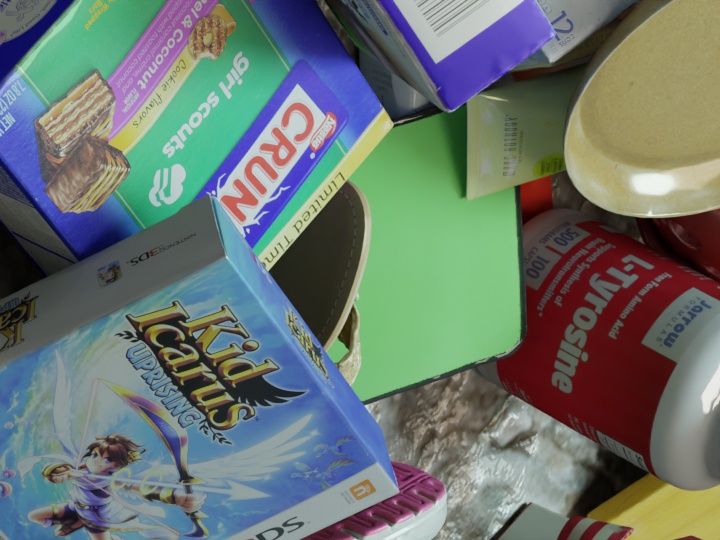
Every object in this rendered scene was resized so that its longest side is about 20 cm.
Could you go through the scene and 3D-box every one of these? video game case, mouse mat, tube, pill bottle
[{"bbox_3d":[-0.102,0.075,1.295,0.181,0.046,0.200,-27,136,8],"label":"video game case"},{"bbox_3d":[0.000,0.000,1.445,0.199,0.008,0.162,-18,120,-24],"label":"mouse mat"},{"bbox_3d":[0.147,-0.090,1.450,0.199,0.052,0.058,-16,98,-14],"label":"tube"},{"bbox_3d":[0.168,0.052,1.543,0.112,0.200,0.113,-32,137,-36],"label":"pill bottle"}]

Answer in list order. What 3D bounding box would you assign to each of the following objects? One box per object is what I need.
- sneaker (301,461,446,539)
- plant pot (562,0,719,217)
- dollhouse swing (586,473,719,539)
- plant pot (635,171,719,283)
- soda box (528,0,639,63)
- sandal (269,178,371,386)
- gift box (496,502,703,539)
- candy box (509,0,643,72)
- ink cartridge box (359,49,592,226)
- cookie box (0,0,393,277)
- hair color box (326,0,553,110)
[{"bbox_3d":[-0.033,0.172,1.475,0.200,0.081,0.089,-31,129,-27],"label":"sneaker"},{"bbox_3d":[0.190,-0.101,1.389,0.199,0.028,0.200,-16,146,-12],"label":"plant pot"},{"bbox_3d":[0.231,0.109,1.781,0.200,0.175,0.182,44,31,-48],"label":"dollhouse swing"},{"bbox_3d":[0.244,-0.073,1.576,0.201,0.200,0.183,-53,167,-19],"label":"plant pot"},{"bbox_3d":[0.059,-0.201,1.341,0.068,0.063,0.200,-36,100,-3],"label":"soda box"},{"bbox_3d":[-0.035,0.044,1.409,0.069,0.078,0.212,1,119,-53],"label":"sandal"},{"bbox_3d":[0.143,0.258,1.620,0.185,0.199,0.187,-49,135,-30],"label":"gift box"},{"bbox_3d":[0.102,-0.211,1.433,0.115,0.055,0.201,-19,102,-42],"label":"candy box"},{"bbox_3d":[0.069,-0.082,1.502,0.162,0.050,0.201,-25,120,-41],"label":"ink cartridge box"},{"bbox_3d":[-0.097,-0.079,1.281,0.171,0.075,0.200,-50,137,-14],"label":"cookie box"},{"bbox_3d":[0.013,-0.148,1.265,0.065,0.200,0.110,-35,107,0],"label":"hair color box"}]
